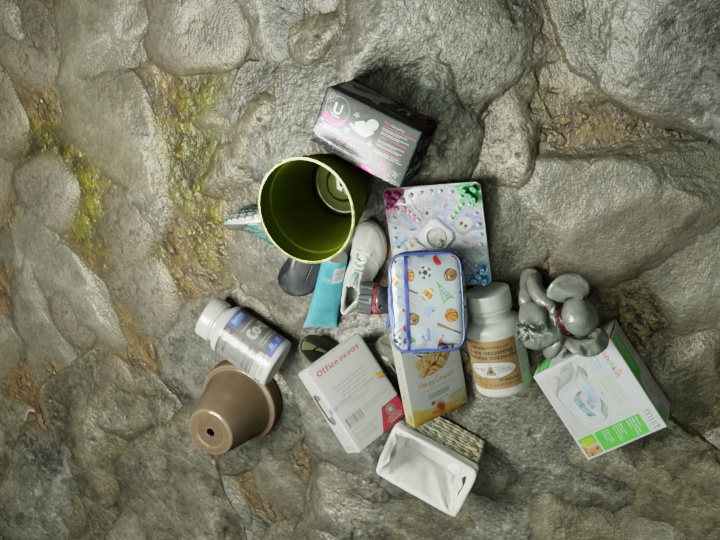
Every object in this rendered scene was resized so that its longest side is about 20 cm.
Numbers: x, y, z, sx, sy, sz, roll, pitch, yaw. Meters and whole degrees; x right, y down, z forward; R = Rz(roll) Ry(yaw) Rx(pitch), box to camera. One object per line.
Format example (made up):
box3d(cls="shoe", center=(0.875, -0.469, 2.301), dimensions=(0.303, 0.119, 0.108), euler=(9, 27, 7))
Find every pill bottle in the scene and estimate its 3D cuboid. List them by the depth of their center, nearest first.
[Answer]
box3d(cls="pill bottle", center=(0.265, 0.133, 1.643), dimensions=(0.112, 0.114, 0.204), euler=(-6, 108, 24))
box3d(cls="pill bottle", center=(-0.263, 0.154, 1.872), dimensions=(0.198, 0.114, 0.115), euler=(33, 119, 7))

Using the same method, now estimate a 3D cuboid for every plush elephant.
box3d(cls="plush elephant", center=(0.372, 0.082, 1.543), dimensions=(0.152, 0.200, 0.169), euler=(-10, 99, 21))

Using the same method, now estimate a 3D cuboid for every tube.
box3d(cls="tube", center=(-0.069, 0.048, 1.765), dimensions=(0.076, 0.051, 0.203), euler=(4, 128, -12))

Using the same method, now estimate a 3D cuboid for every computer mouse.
box3d(cls="computer mouse", center=(-0.114, -0.014, 1.753), dimensions=(0.136, 0.053, 0.202), euler=(12, 126, -21))

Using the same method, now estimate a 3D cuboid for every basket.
box3d(cls="basket", center=(0.154, 0.397, 1.788), dimensions=(0.197, 0.123, 0.138), euler=(27, 119, 11))

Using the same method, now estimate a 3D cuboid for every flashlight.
box3d(cls="flashlight", center=(0.093, 0.064, 1.662), dimensions=(0.195, 0.068, 0.069), euler=(7, 121, 8))

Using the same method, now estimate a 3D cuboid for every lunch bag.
box3d(cls="lunch bag", center=(0.123, 0.063, 1.595), dimensions=(0.156, 0.076, 0.205), euler=(-1, 94, 6))

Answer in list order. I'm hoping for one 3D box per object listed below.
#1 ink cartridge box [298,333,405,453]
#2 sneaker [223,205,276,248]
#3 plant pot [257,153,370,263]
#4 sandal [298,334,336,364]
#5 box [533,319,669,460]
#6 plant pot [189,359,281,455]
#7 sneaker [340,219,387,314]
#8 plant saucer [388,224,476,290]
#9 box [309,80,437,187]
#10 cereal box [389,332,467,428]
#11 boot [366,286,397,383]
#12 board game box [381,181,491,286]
box3d(cls="ink cartridge box", center=(-0.015, 0.257, 1.761), dimensions=(0.202, 0.146, 0.086), euler=(57, 157, 1))
box3d(cls="sneaker", center=(-0.200, -0.088, 1.777), dimensions=(0.196, 0.078, 0.093), euler=(-2, 114, 25))
box3d(cls="plant pot", center=(-0.070, -0.144, 1.629), dimensions=(0.196, 0.193, 0.205), euler=(8, 114, 19))
box3d(cls="sandal", center=(-0.051, 0.214, 1.840), dimensions=(0.200, 0.080, 0.057), euler=(41, 155, -1))
box3d(cls="box", center=(0.464, 0.228, 1.610), dimensions=(0.175, 0.097, 0.202), euler=(-31, 95, 31))
box3d(cls="plant pot", center=(-0.303, 0.325, 1.923), dimensions=(0.196, 0.175, 0.205), euler=(8, 112, 20))
box3d(cls="sneaker", center=(0.000, 0.000, 1.717), dimensions=(0.074, 0.088, 0.204), euler=(19, 116, 16))
box3d(cls="plant saucer", center=(0.144, -0.016, 1.681), dimensions=(0.196, 0.037, 0.205), euler=(9, 114, 20))
box3d(cls="box", center=(0.027, -0.262, 1.578), dimensions=(0.197, 0.132, 0.116), euler=(29, 115, 9))
box3d(cls="cereal box", center=(0.141, 0.199, 1.711), dimensions=(0.039, 0.142, 0.204), euler=(19, 125, 58))
box3d(cls="boot", center=(0.054, 0.144, 1.766), dimensions=(0.129, 0.068, 0.203), euler=(-22, 100, 33))
box3d(cls="board game box", center=(0.146, -0.064, 1.626), dimensions=(0.196, 0.026, 0.204), euler=(-2, 110, 24))
